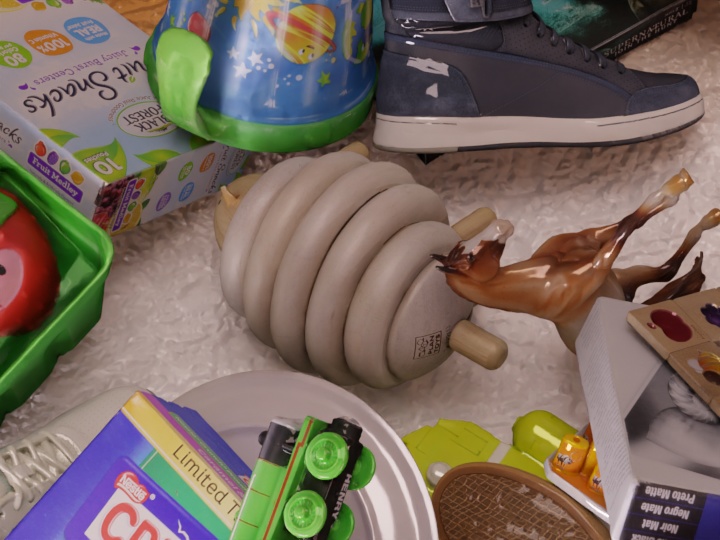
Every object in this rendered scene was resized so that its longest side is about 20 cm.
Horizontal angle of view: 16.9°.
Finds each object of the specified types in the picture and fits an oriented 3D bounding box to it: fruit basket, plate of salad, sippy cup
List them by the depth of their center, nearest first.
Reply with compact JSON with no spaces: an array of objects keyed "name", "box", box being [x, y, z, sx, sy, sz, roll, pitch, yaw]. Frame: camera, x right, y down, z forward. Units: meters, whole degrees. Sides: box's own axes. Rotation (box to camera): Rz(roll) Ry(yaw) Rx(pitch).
[{"name":"plate of salad","box":[-0.049,0.153,1.261,0.199,0.048,0.201,-4,79,22]},{"name":"fruit basket","box":[-0.247,0.012,1.274,0.155,0.216,0.216,37,67,20]},{"name":"sippy cup","box":[-0.048,-0.158,1.366,0.139,0.131,0.178,3,41,-9]}]

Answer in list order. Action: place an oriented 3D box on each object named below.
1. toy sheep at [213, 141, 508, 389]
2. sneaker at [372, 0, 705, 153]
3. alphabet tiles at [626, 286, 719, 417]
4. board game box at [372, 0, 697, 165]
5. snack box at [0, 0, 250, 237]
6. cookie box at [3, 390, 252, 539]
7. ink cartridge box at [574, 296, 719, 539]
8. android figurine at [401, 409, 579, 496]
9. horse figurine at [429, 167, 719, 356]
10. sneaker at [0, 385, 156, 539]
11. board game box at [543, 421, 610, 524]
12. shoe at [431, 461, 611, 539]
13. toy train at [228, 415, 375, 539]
[{"name":"toy sheep","box":[0.000,0.000,1.327,0.199,0.138,0.138,24,63,30]},{"name":"sneaker","box":[0.106,-0.144,1.386,0.201,0.077,0.147,-3,99,-18]},{"name":"alphabet tiles","box":[0.254,0.072,1.229,0.167,0.008,0.200,-12,49,-38]},{"name":"board game box","box":[0.086,-0.163,1.474,0.199,0.028,0.135,-30,63,-14]},{"name":"snack box","box":[-0.177,-0.105,1.400,0.200,0.053,0.142,38,37,21]},{"name":"cookie box","box":[-0.109,0.192,1.208,0.200,0.075,0.171,-48,67,4]},{"name":"ink cartridge box","box":[0.214,0.104,1.211,0.198,0.041,0.201,10,38,-13]},{"name":"android figurine","box":[0.067,0.155,1.286,0.199,0.041,0.182,33,66,17]},{"name":"horse figurine","box":[0.136,0.004,1.301,0.132,0.200,0.050,-34,62,12]},{"name":"sneaker","box":[-0.182,0.125,1.289,0.200,0.080,0.070,-38,64,-20]},{"name":"board game box","box":[0.226,0.110,1.264,0.200,0.026,0.200,35,40,20]},{"name":"shoe","box":[0.122,0.166,1.237,0.199,0.053,0.070,32,85,17]},{"name":"toy train","box":[-0.050,0.159,1.134,0.056,0.042,0.201,17,84,31]}]
